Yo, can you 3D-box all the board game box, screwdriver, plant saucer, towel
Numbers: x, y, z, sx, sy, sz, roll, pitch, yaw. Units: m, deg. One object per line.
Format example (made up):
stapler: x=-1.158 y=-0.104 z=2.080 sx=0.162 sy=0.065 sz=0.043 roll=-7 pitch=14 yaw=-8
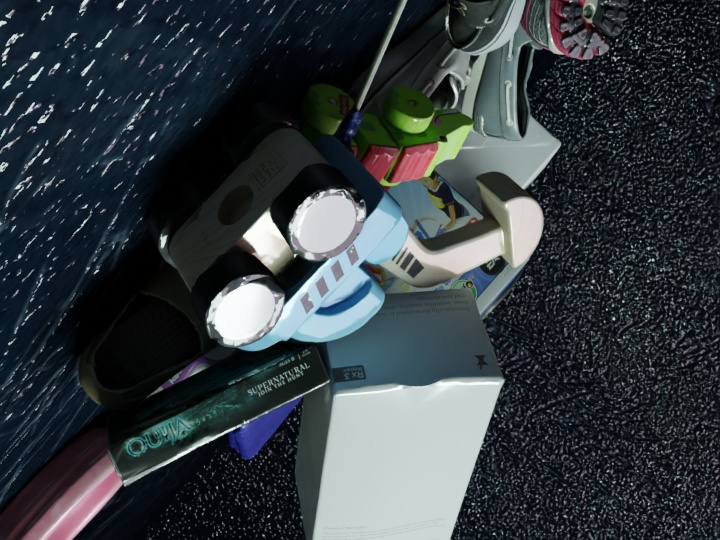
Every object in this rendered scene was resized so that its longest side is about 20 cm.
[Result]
board game box: x=0.000 y=0.000 z=0.858 sx=0.200 sy=0.196 sz=0.056 roll=-45 pitch=172 yaw=-16
board game box: x=-0.103 y=0.087 z=0.699 sx=0.134 sy=0.029 sz=0.200 roll=-26 pitch=-177 yaw=-14
screwdriver: x=0.007 y=-0.117 z=0.678 sx=0.202 sy=0.029 sz=0.028 roll=-62 pitch=173 yaw=0
plant saucer: x=-0.287 y=0.222 z=1.010 sx=0.201 sy=0.051 sz=0.201 roll=-48 pitch=177 yaw=-3
towel: x=-0.058 y=0.068 z=0.939 sx=0.201 sy=0.049 sz=0.148 roll=-51 pitch=169 yaw=-18

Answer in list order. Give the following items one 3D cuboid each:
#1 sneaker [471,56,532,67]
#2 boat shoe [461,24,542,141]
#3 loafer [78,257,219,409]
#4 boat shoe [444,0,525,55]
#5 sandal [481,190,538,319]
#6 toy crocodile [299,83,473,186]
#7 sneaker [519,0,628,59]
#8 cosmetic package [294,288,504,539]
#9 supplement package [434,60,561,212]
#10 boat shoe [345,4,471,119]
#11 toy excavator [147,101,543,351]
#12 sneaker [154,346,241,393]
sneaker: x=0.117 y=-0.186 z=1.220 sx=0.200 sy=0.080 sz=0.115 roll=-47 pitch=179 yaw=15
boat shoe: x=0.149 y=-0.215 z=0.952 sx=0.072 sy=0.061 sz=0.203 roll=-15 pitch=126 yaw=-56
loafer: x=-0.110 y=0.021 z=0.717 sx=0.200 sy=0.076 sz=0.067 roll=-48 pitch=-170 yaw=-4
boat shoe: x=0.091 y=-0.218 z=0.770 sx=0.056 sy=0.069 sz=0.200 roll=-24 pitch=167 yaw=-19
sandal: x=0.120 y=-0.018 z=0.980 sx=0.075 sy=0.045 sz=0.201 roll=-45 pitch=-168 yaw=36
toy crocodile: x=0.005 y=-0.087 z=0.750 sx=0.198 sy=0.062 sz=0.068 roll=-8 pitch=143 yaw=-40
sneaker: x=0.161 y=-0.261 z=0.768 sx=0.075 sy=0.079 sz=0.203 roll=36 pitch=-64 yaw=55
cosmetic package: x=0.018 y=0.110 z=0.721 sx=0.082 sy=0.111 sz=0.202 roll=-105 pitch=-161 yaw=-44
supplement package: x=0.072 y=-0.094 z=1.059 sx=0.200 sy=0.156 sz=0.111 roll=-47 pitch=175 yaw=-6
boat shoe: x=0.059 y=-0.163 z=0.879 sx=0.200 sy=0.066 sz=0.072 roll=-44 pitch=175 yaw=-45
toy excavator: x=0.001 y=-0.017 z=0.643 sx=0.194 sy=0.100 sz=0.200 roll=-45 pitch=136 yaw=3
sneaker: x=-0.134 y=0.080 z=1.004 sx=0.200 sy=0.075 sz=0.099 roll=-43 pitch=161 yaw=23
